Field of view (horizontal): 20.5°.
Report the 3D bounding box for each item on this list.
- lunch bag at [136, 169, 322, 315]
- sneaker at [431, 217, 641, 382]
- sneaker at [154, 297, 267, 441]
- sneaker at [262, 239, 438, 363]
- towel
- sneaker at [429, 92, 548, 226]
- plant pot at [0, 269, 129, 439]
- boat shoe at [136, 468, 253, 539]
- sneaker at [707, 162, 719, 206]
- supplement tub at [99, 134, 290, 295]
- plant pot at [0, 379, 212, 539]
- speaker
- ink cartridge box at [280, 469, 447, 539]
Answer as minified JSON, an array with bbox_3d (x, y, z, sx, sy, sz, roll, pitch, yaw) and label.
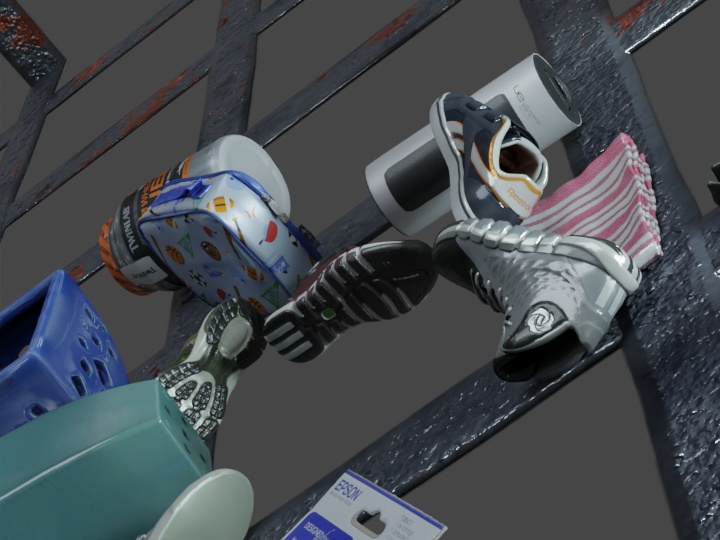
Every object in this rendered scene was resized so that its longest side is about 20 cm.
[{"bbox_3d":[-0.130,-0.030,1.979,0.076,0.160,0.200,-50,21,-25],"label":"lunch bag"},{"bbox_3d":[0.111,0.027,1.515,0.200,0.075,0.116,5,61,48],"label":"sneaker"},{"bbox_3d":[-0.163,0.116,1.890,0.200,0.077,0.089,-50,8,-37],"label":"sneaker"},{"bbox_3d":[0.000,0.000,1.810,0.200,0.076,0.116,-27,21,34],"label":"sneaker"},{"bbox_3d":[0.173,-0.027,1.616,0.146,0.030,0.200,-35,21,19],"label":"towel"},{"bbox_3d":[0.116,-0.102,1.722,0.079,0.078,0.200,-39,34,21],"label":"sneaker"},{"bbox_3d":[-0.312,0.150,1.896,0.200,0.180,0.200,-35,19,14],"label":"plant pot"},{"bbox_3d":[-0.166,0.240,1.609,0.071,0.070,0.201,3,50,54],"label":"boat shoe"},{"bbox_3d":[0.337,-0.070,1.297,0.199,0.104,0.060,-29,22,29],"label":"sneaker"},{"bbox_3d":[-0.186,-0.055,2.187,0.200,0.123,0.123,-29,23,30],"label":"supplement tub"},{"bbox_3d":[-0.234,0.197,1.742,0.200,0.142,0.141,-31,21,5],"label":"plant pot"},{"bbox_3d":[0.105,-0.117,1.853,0.200,0.081,0.081,-33,21,20],"label":"speaker"},{"bbox_3d":[-0.033,0.244,1.405,0.200,0.047,0.198,-43,19,-11],"label":"ink cartridge box"}]
